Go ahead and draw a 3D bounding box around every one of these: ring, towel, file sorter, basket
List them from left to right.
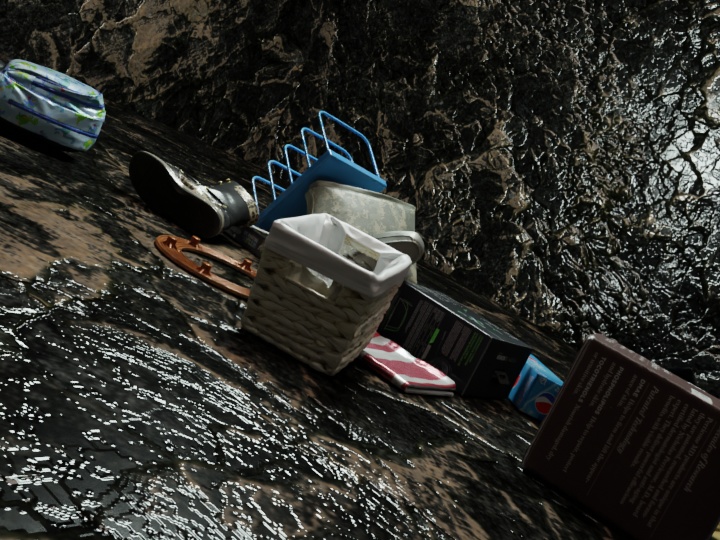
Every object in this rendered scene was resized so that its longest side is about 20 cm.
[{"bbox_3d":[-0.178,-0.004,1.049,0.198,0.019,0.200,28,6,-3],"label":"ring"},{"bbox_3d":[-0.081,-0.157,1.373,0.138,0.199,0.124,22,41,-42],"label":"file sorter"},{"bbox_3d":[-0.037,0.021,0.894,0.134,0.125,0.200,27,11,10],"label":"basket"},{"bbox_3d":[0.020,0.102,1.025,0.199,0.023,0.143,32,9,33],"label":"towel"}]

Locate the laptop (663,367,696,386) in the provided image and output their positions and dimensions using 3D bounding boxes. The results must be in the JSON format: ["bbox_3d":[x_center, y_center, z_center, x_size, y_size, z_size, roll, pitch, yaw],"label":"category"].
[{"bbox_3d":[0.513,0.247,1.240,0.198,0.118,0.187,26,-15,-16],"label":"laptop"}]

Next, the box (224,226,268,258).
[{"bbox_3d":[-0.157,-0.043,1.371,0.109,0.035,0.199,21,9,-47],"label":"box"}]

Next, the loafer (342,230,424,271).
[{"bbox_3d":[0.000,0.000,1.143,0.071,0.197,0.070,61,16,-23],"label":"loafer"}]

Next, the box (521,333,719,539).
[{"bbox_3d":[0.314,0.192,0.885,0.198,0.166,0.166,29,7,20],"label":"box"}]

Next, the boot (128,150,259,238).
[{"bbox_3d":[-0.268,-0.126,1.287,0.199,0.074,0.150,33,19,17],"label":"boot"}]

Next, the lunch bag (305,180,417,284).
[{"bbox_3d":[-0.011,-0.043,1.294,0.198,0.167,0.117,18,-31,-32],"label":"lunch bag"}]

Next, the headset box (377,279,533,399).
[{"bbox_3d":[0.142,0.106,1.173,0.199,0.094,0.173,32,7,32],"label":"headset box"}]

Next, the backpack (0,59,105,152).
[{"bbox_3d":[-0.514,-0.265,1.265,0.199,0.155,0.163,38,-6,-26],"label":"backpack"}]

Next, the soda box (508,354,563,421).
[{"bbox_3d":[0.266,0.177,1.261,0.067,0.065,0.200,26,7,-9],"label":"soda box"}]

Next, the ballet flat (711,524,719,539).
[{"bbox_3d":[0.460,0.318,0.953,0.068,0.064,0.200,23,8,-30],"label":"ballet flat"}]
